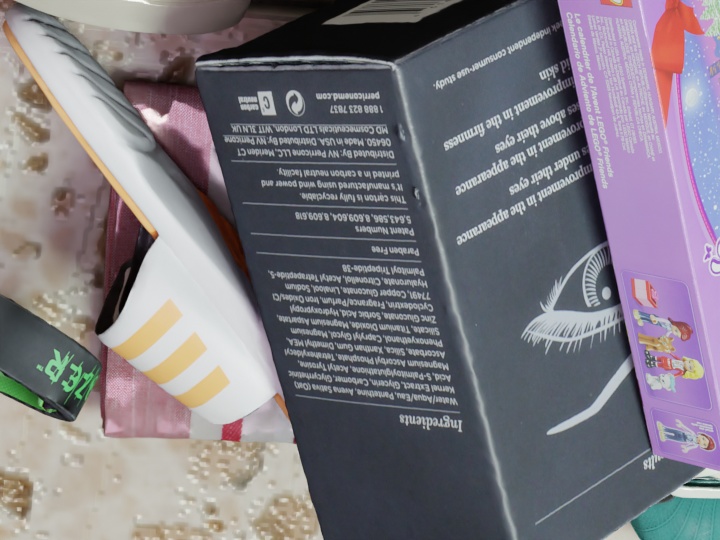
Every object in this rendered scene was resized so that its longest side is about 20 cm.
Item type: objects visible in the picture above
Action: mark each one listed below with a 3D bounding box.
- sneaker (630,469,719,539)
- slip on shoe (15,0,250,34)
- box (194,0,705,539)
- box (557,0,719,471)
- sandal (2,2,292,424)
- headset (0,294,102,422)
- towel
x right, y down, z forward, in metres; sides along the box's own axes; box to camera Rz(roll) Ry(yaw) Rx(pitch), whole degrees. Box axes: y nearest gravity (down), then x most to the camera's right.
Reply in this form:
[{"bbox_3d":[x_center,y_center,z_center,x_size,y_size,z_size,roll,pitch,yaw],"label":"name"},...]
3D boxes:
[{"bbox_3d":[0.139,0.034,1.157,0.071,0.080,0.200,2,112,-5],"label":"sneaker"},{"bbox_3d":[-0.129,-0.143,1.072,0.200,0.076,0.061,21,115,-5],"label":"slip on shoe"},{"bbox_3d":[0.047,-0.006,1.067,0.148,0.104,0.200,-28,111,-40],"label":"box"},{"bbox_3d":[0.139,-0.049,1.037,0.137,0.039,0.200,-35,123,-36],"label":"box"},{"bbox_3d":[-0.081,-0.005,1.108,0.059,0.079,0.207,-36,101,7],"label":"sandal"},{"bbox_3d":[-0.194,0.012,1.105,0.200,0.124,0.094,27,81,15],"label":"headset"},{"bbox_3d":[0.000,0.000,1.166,0.200,0.023,0.144,3,109,-8],"label":"towel"}]
